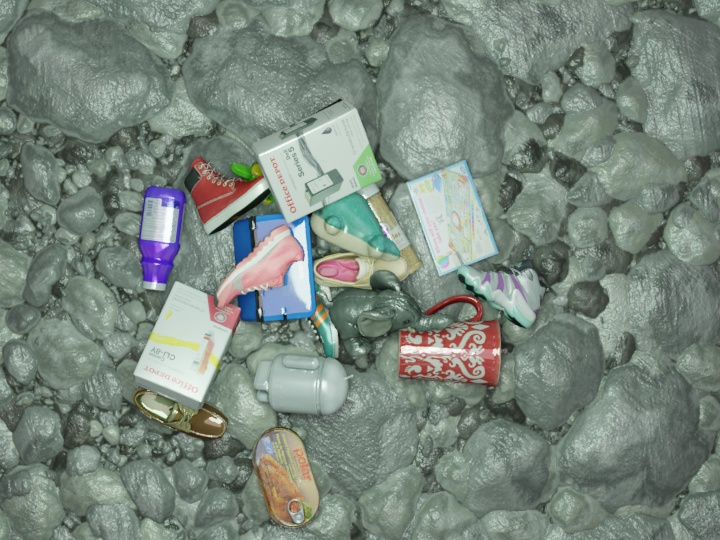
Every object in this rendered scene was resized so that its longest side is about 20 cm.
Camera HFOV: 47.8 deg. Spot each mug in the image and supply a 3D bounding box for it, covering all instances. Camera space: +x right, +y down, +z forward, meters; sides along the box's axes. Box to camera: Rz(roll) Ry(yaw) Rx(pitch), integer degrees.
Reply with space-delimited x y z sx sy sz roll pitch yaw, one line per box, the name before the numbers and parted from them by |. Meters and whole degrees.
mug | 0.174 0.150 1.636 0.196 0.179 0.135 1 126 1

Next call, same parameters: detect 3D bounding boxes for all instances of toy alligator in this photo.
toy alligator | -0.171 -0.164 1.641 0.199 0.059 0.055 36 45 -6

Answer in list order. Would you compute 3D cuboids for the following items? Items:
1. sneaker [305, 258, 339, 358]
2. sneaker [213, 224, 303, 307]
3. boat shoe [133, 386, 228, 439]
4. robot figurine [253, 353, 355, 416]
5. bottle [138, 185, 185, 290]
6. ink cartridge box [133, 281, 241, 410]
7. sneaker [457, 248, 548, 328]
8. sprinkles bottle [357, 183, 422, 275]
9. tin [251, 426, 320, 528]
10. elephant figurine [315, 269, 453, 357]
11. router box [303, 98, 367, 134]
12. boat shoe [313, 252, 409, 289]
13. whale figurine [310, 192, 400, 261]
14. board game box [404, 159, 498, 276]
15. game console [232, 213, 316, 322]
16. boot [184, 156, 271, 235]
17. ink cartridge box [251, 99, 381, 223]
sneaker | -0.092 0.082 1.634 0.078 0.071 0.204 -12 82 -2
sneaker | -0.187 0.010 1.503 0.200 0.074 0.087 -44 90 1
boat shoe | -0.362 0.286 1.611 0.197 0.074 0.077 20 89 -3
robot figurine | -0.108 0.225 1.597 0.196 0.171 0.114 3 50 9
bottle | -0.399 -0.063 1.618 0.082 0.065 0.204 6 89 -2
ink cartridge box | -0.335 0.147 1.580 0.143 0.084 0.203 22 68 -4
sneaker | 0.298 0.009 1.650 0.199 0.078 0.141 35 83 -19
sprinkles bottle | 0.049 -0.080 1.642 0.068 0.068 0.202 -32 92 -3
tin | -0.149 0.416 1.641 0.110 0.042 0.204 -17 90 1
elephant figurine | 0.046 0.072 1.528 0.198 0.154 0.144 -26 75 41
router box | -0.098 -0.256 1.594 0.198 0.149 0.052 -30 117 -3
boat shoe | 0.000 0.000 1.578 0.196 0.069 0.075 -6 84 0
whale figurine | -0.003 -0.087 1.539 0.199 0.158 0.105 31 101 40
board game box | 0.187 -0.107 1.666 0.132 0.034 0.204 -20 91 -3
game console | -0.172 -0.005 1.597 0.167 0.118 0.205 -5 90 2
boot | -0.263 -0.175 1.588 0.198 0.072 0.146 -27 87 33
ink cartridge box | -0.080 -0.200 1.491 0.197 0.084 0.147 -26 117 -5
